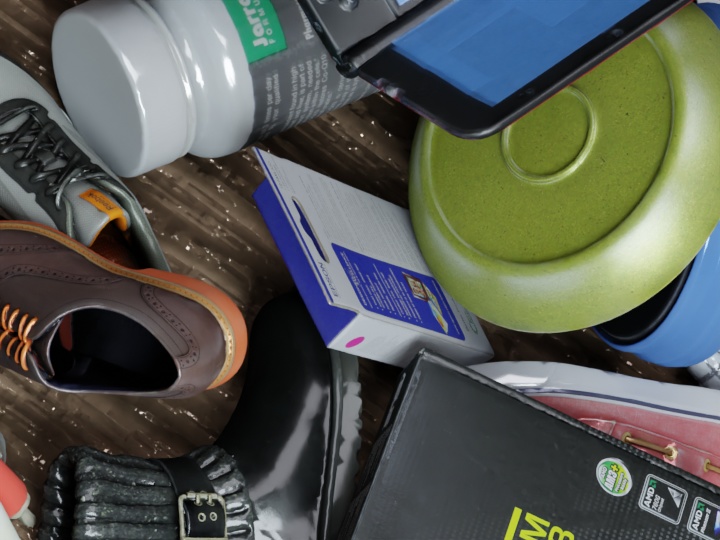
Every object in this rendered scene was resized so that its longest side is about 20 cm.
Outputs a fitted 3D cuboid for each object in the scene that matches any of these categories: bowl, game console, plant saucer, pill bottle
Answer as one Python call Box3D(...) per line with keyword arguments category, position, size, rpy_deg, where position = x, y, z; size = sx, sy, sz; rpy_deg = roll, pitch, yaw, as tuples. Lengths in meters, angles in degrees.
Box3D(category="bowl", position=(0.167, -0.048, 1.348), size=(0.039, 0.201, 0.202), rpy_deg=(6, 67, -19))
Box3D(category="game console", position=(0.070, -0.183, 1.271), size=(0.200, 0.119, 0.173), rpy_deg=(-34, 99, -19))
Box3D(category="plant saucer", position=(0.104, -0.068, 1.288), size=(0.031, 0.199, 0.201), rpy_deg=(32, 51, -52))
Box3D(category="pill bottle", position=(-0.060, -0.129, 1.341), size=(0.199, 0.113, 0.113), rpy_deg=(-26, 80, -29))

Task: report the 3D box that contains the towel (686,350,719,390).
Box3D(category="towel", position=(0.305, 0.037, 1.435), size=(0.166, 0.086, 0.200), rpy_deg=(42, 60, -2))

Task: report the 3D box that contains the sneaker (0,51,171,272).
Box3D(category="sneaker", position=(-0.157, -0.044, 1.288), size=(0.074, 0.079, 0.200), rpy_deg=(-33, 82, -27))

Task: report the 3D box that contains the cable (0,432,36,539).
Box3D(category="cable", position=(-0.202, 0.081, 1.177), size=(0.050, 0.200, 0.097), rpy_deg=(3, 49, 18))

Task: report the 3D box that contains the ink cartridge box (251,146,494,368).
Box3D(category="ink cartridge box", position=(0.000, 0.000, 1.281), size=(0.095, 0.037, 0.200), rpy_deg=(63, 17, 21))

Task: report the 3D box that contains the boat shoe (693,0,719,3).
Box3D(category="boat shoe", position=(0.215, -0.122, 1.483), size=(0.066, 0.074, 0.201), rpy_deg=(3, 57, -5))

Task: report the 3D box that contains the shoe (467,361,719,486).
Box3D(category="shoe", position=(0.128, 0.108, 1.343), size=(0.199, 0.071, 0.091), rpy_deg=(8, 67, -19))

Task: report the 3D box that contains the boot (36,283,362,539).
Box3D(category="boot", position=(-0.083, 0.097, 1.258), size=(0.157, 0.079, 0.212), rpy_deg=(8, 67, -18))

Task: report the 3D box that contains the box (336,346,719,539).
Box3D(category="box", position=(0.079, 0.166, 1.229), size=(0.192, 0.048, 0.201), rpy_deg=(27, 61, -8))

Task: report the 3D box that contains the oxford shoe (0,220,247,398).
Box3D(category="oxford shoe", position=(-0.159, 0.020, 1.220), size=(0.199, 0.072, 0.073), rpy_deg=(9, 16, 19))
